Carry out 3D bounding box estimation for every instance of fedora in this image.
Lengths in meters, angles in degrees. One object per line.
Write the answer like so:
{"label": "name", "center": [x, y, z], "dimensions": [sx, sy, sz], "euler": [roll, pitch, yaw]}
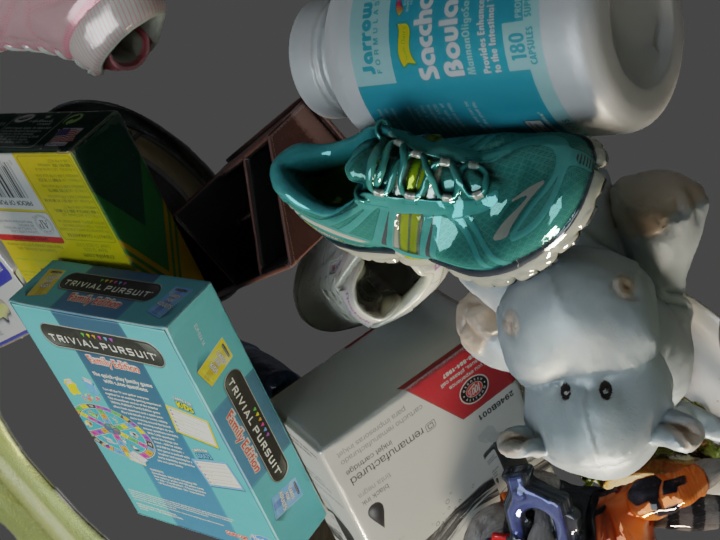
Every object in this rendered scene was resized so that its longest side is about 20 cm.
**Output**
{"label": "fedora", "center": [-0.187, -0.029, 0.986], "dimensions": [0.200, 0.092, 0.201], "euler": [23, 138, 22]}

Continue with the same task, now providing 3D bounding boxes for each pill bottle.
{"label": "pill bottle", "center": [0.058, -0.121, 0.689], "dimensions": [0.200, 0.111, 0.111], "euler": [-1, 125, 39]}

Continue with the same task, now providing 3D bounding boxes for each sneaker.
{"label": "sneaker", "center": [0.000, 0.000, 0.857], "dimensions": [0.075, 0.100, 0.200], "euler": [44, 142, -7]}
{"label": "sneaker", "center": [0.033, -0.039, 0.659], "dimensions": [0.200, 0.078, 0.080], "euler": [-1, 157, 45]}
{"label": "sneaker", "center": [-0.207, -0.166, 0.891], "dimensions": [0.200, 0.075, 0.105], "euler": [-22, 105, 43]}

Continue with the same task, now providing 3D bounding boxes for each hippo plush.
{"label": "hippo plush", "center": [0.110, 0.045, 0.706], "dimensions": [0.159, 0.161, 0.200], "euler": [-5, 109, 24]}

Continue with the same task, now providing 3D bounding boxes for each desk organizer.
{"label": "desk organizer", "center": [-0.065, -0.040, 0.838], "dimensions": [0.072, 0.077, 0.200], "euler": [48, 162, -8]}

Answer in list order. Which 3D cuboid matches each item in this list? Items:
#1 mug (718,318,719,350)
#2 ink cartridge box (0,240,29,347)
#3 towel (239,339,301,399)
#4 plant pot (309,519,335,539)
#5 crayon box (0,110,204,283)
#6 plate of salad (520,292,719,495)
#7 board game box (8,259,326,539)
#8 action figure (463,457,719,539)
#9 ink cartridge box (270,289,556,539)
{"label": "mug", "center": [0.261, 0.005, 0.648], "dimensions": [0.149, 0.187, 0.153], "euler": [17, 156, -21]}
{"label": "ink cartridge box", "center": [-0.311, -0.037, 1.010], "dimensions": [0.200, 0.047, 0.198], "euler": [51, 154, -11]}
{"label": "towel", "center": [-0.068, 0.109, 0.990], "dimensions": [0.112, 0.048, 0.200], "euler": [70, 165, -11]}
{"label": "plant pot", "center": [-0.009, 0.266, 1.073], "dimensions": [0.092, 0.201, 0.201], "euler": [-14, 122, 7]}
{"label": "crayon box", "center": [-0.177, -0.011, 0.880], "dimensions": [0.127, 0.051, 0.200], "euler": [5, 130, 37]}
{"label": "plate of salad", "center": [0.165, 0.081, 0.838], "dimensions": [0.200, 0.048, 0.200], "euler": [23, 137, 23]}
{"label": "board game box", "center": [-0.123, 0.090, 0.854], "dimensions": [0.151, 0.047, 0.200], "euler": [7, 132, 39]}
{"label": "action figure", "center": [0.158, 0.188, 0.833], "dimensions": [0.193, 0.105, 0.200], "euler": [0, 117, 15]}
{"label": "ink cartridge box", "center": [0.047, 0.139, 0.891], "dimensions": [0.084, 0.144, 0.200], "euler": [32, 152, 55]}
